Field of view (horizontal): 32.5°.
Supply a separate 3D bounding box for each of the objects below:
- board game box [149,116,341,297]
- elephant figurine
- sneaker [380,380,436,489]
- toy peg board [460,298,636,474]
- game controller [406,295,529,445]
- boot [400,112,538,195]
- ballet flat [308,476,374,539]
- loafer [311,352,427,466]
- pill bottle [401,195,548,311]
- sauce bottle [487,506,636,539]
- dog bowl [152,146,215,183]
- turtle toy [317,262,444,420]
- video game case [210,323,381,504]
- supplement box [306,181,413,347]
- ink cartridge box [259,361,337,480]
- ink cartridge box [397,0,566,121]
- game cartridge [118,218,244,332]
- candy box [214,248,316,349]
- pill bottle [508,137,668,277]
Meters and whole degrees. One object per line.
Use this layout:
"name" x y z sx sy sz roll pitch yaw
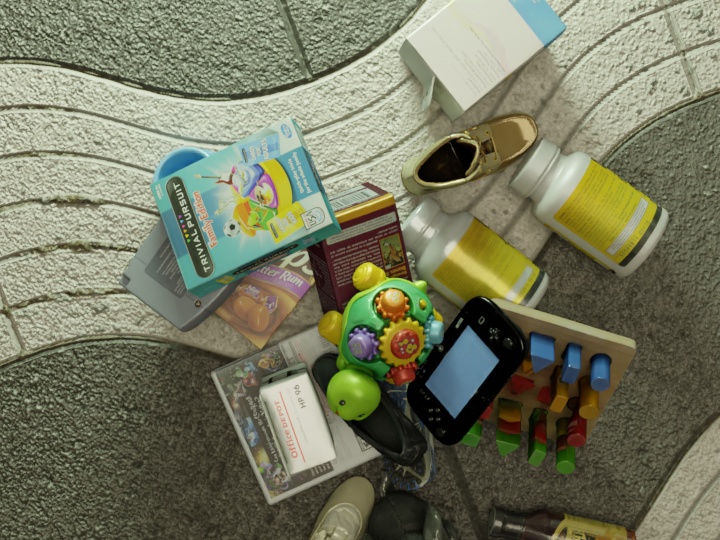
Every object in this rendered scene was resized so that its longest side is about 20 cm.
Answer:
"board game box" -0.144 -0.078 1.530 0.200 0.047 0.151 -25 73 8
"elephant figurine" 0.073 0.370 1.608 0.155 0.200 0.142 26 90 -3
"sneaker" 0.054 0.202 1.674 0.077 0.085 0.201 -21 70 22
"toy peg board" 0.231 0.164 1.613 0.199 0.098 0.199 16 130 -3
"game controller" 0.132 0.128 1.563 0.104 0.042 0.200 44 122 18
"boot" 0.153 -0.157 1.625 0.200 0.155 0.073 -21 92 -2
"ballet flat" -0.041 0.373 1.671 0.069 0.069 0.200 31 89 -3
"loafer" 0.006 0.177 1.613 0.201 0.070 0.068 43 97 27
"pill bottle" 0.144 -0.008 1.649 0.200 0.112 0.112 38 89 -3
"sauce bottle" 0.274 0.365 1.687 0.199 0.066 0.066 11 90 -2
"dog bowl" -0.196 -0.084 1.631 0.111 0.050 0.200 -46 72 1
"turtle toy" 0.025 0.097 1.551 0.146 0.101 0.200 35 91 -28
"video game case" -0.082 0.193 1.688 0.181 0.023 0.200 -24 93 -3
"supplement box" 0.000 0.000 1.616 0.110 0.086 0.201 -20 113 -17
"ink cartridge box" -0.080 0.189 1.576 0.068 0.200 0.116 -20 93 -2
"ink cartridge box" 0.148 -0.296 1.636 0.200 0.129 0.125 -38 92 -2
"game cartridge" -0.203 -0.028 1.578 0.133 0.040 0.200 35 89 21
"candy box" -0.117 -0.007 1.666 0.117 0.056 0.200 38 88 -2
"pill bottle" 0.302 -0.089 1.656 0.200 0.111 0.111 34 89 -3
